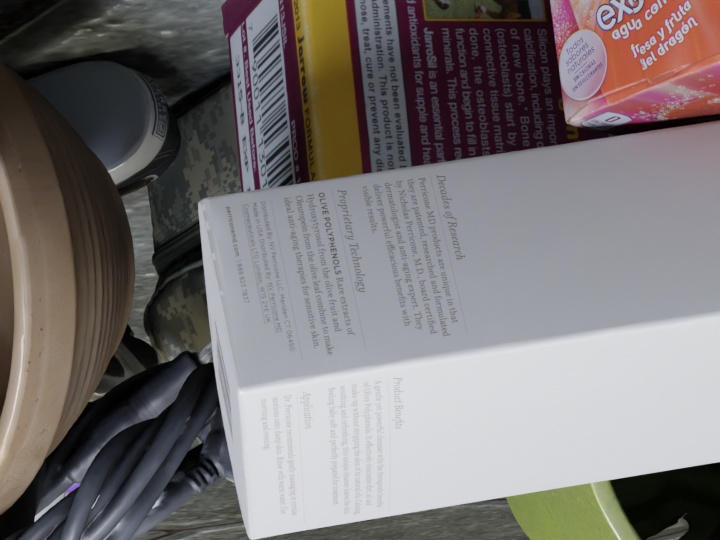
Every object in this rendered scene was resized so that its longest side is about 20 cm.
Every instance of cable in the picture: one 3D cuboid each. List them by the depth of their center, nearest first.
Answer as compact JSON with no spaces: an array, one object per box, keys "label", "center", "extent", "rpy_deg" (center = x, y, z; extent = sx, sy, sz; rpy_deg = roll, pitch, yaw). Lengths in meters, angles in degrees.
[{"label":"cable","center":[-0.100,0.073,1.158],"extent":[0.163,0.051,0.200],"rpy_deg":[-12,-156,50]}]

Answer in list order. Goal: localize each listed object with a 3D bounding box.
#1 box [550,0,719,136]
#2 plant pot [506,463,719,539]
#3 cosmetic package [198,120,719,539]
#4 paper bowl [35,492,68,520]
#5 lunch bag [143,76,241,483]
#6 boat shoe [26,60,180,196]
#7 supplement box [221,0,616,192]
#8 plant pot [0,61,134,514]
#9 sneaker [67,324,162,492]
[{"label":"box","center":[0.165,-0.100,1.064],"extent":[0.200,0.100,0.095],"rpy_deg":[6,161,-42]},{"label":"plant pot","center":[0.148,0.068,1.305],"extent":[0.200,0.200,0.190],"rpy_deg":[-2,172,-20]},{"label":"cosmetic package","center":[0.051,0.021,1.033],"extent":[0.200,0.085,0.108],"rpy_deg":[-9,146,-7]},{"label":"paper bowl","center":[-0.238,0.089,1.483],"extent":[0.200,0.201,0.104],"rpy_deg":[-7,168,5]},{"label":"lunch bag","center":[0.000,0.000,1.277],"extent":[0.139,0.168,0.200],"rpy_deg":[1,165,-32]},{"label":"boat shoe","center":[-0.170,-0.041,1.261],"extent":[0.200,0.070,0.066],"rpy_deg":[-17,164,11]},{"label":"supplement box","center":[0.059,-0.057,1.139],"extent":[0.200,0.131,0.103],"rpy_deg":[0,166,-18]},{"label":"plant pot","center":[-0.151,-0.002,1.144],"extent":[0.093,0.201,0.201],"rpy_deg":[-8,172,-41]},{"label":"sneaker","center":[-0.178,0.025,1.315],"extent":[0.081,0.200,0.083],"rpy_deg":[6,119,-55]}]
